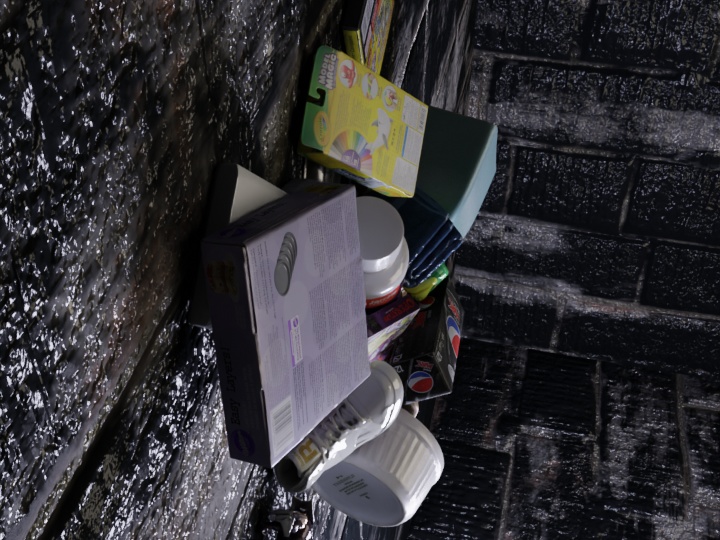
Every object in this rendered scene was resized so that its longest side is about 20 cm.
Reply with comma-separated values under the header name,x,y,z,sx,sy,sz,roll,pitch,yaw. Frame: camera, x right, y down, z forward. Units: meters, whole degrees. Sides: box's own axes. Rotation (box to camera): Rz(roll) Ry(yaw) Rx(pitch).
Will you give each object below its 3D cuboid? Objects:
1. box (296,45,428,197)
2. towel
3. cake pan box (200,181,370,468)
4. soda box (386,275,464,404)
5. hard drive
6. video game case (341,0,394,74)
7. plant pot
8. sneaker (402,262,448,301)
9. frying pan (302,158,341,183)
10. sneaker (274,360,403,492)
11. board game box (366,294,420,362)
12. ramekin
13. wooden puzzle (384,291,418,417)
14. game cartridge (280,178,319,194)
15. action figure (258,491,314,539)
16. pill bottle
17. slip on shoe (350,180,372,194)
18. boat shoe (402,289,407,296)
name,x,y,z,sx,sy,sz,roll,pitch,yaw
box,-0.002,-0.166,1.032,0.198,0.048,0.120,20,77,-51
towel,0.054,-0.061,1.221,0.048,0.112,0.200,41,5,-34
cake pan box,-0.055,0.043,0.782,0.184,0.051,0.205,-35,125,-53
soda box,0.090,0.088,1.195,0.064,0.069,0.201,64,22,-22
hard drive,-0.077,-0.001,0.814,0.199,0.026,0.135,26,71,-62
video game case,0.014,-0.348,1.220,0.182,0.025,0.204,76,23,-64
plant pot,0.100,-0.129,1.444,0.197,0.192,0.204,63,45,-73
sneaker,0.088,-0.039,1.270,0.074,0.083,0.202,48,21,-36
frying pan,-0.042,-0.096,1.108,0.192,0.030,0.117,82,20,-50
sneaker,-0.031,0.194,1.057,0.115,0.074,0.201,-31,162,-48
board game box,-0.017,0.104,1.049,0.199,0.032,0.121,-26,159,-50
ramekin,0.009,0.265,1.233,0.205,0.198,0.095,87,27,-49
wooden puzzle,0.039,0.155,1.294,0.202,0.045,0.189,99,-13,-54
game cartridge,-0.081,-0.004,0.932,0.201,0.039,0.136,-69,167,-53
action figure,-0.094,0.351,1.066,0.202,0.068,0.132,-75,161,-53
pill bottle,0.000,0.000,1.089,0.201,0.109,0.114,101,3,-61
slip on shoe,-0.002,-0.162,1.202,0.200,0.059,0.078,119,-43,-70
boat shoe,0.044,0.019,1.341,0.065,0.070,0.200,64,7,21
